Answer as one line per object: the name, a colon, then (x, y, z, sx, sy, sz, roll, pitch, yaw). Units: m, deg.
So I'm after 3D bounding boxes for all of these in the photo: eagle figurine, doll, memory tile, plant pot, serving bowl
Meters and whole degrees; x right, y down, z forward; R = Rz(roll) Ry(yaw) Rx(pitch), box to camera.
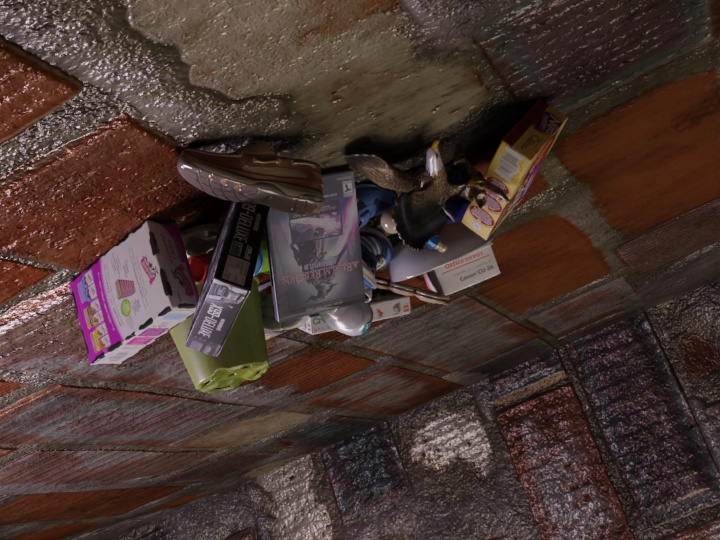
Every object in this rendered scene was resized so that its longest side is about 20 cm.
eagle figurine: (0.085, -0.119, 1.381, 0.199, 0.152, 0.151, -22, -164, -26)
doll: (0.115, -0.096, 1.513, 0.199, 0.138, 0.048, -18, -170, -35)
memory tile: (0.060, 0.029, 1.744, 0.198, 0.017, 0.153, 15, -178, 11)
plant pot: (-0.230, 0.087, 1.555, 0.198, 0.191, 0.200, -18, 161, -6)
serving bowl: (0.131, -0.049, 1.697, 0.199, 0.066, 0.200, -24, -174, 2)

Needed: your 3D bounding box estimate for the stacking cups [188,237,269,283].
stacking cups: (-0.183, -0.019, 1.466, 0.060, 0.061, 0.199, -33, 166, 35)

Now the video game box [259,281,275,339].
video game box: (-0.148, 0.067, 1.817, 0.181, 0.047, 0.200, -24, 161, 5)

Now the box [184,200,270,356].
box: (-0.173, -0.011, 1.293, 0.049, 0.201, 0.158, 19, 137, -12)

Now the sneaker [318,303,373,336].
sneaker: (-0.063, 0.034, 1.578, 0.077, 0.200, 0.081, -52, 155, 6)

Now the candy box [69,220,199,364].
candy box: (-0.326, 0.035, 1.391, 0.199, 0.137, 0.061, -31, 159, 33)

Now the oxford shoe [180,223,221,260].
oxford shoe: (-0.277, -0.009, 1.447, 0.199, 0.058, 0.075, -30, 156, 22)

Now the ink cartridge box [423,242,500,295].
ink cartridge box: (0.184, -0.007, 1.793, 0.116, 0.068, 0.200, -22, -175, -4)

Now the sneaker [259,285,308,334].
sneaker: (-0.146, 0.074, 1.653, 0.199, 0.078, 0.082, 1, 161, 45)

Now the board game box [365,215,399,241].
board game box: (0.000, -0.052, 1.671, 0.199, 0.024, 0.105, -26, 163, 18)

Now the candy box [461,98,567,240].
candy box: (0.228, -0.148, 1.455, 0.117, 0.056, 0.201, -46, 166, -33)

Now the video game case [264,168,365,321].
video game case: (-0.067, -0.037, 1.401, 0.142, 0.202, 0.019, -12, -165, -22)

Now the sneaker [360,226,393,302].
sneaker: (0.000, 0.000, 1.566, 0.080, 0.148, 0.200, -30, 147, 22)

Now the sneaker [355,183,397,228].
sneaker: (-0.029, -0.077, 1.472, 0.198, 0.083, 0.074, -15, 160, -23)

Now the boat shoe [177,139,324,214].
boat shoe: (-0.138, -0.127, 1.237, 0.198, 0.073, 0.076, 14, 163, -28)

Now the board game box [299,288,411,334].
board game box: (-0.025, 0.070, 1.737, 0.198, 0.035, 0.126, -11, -168, -26)
